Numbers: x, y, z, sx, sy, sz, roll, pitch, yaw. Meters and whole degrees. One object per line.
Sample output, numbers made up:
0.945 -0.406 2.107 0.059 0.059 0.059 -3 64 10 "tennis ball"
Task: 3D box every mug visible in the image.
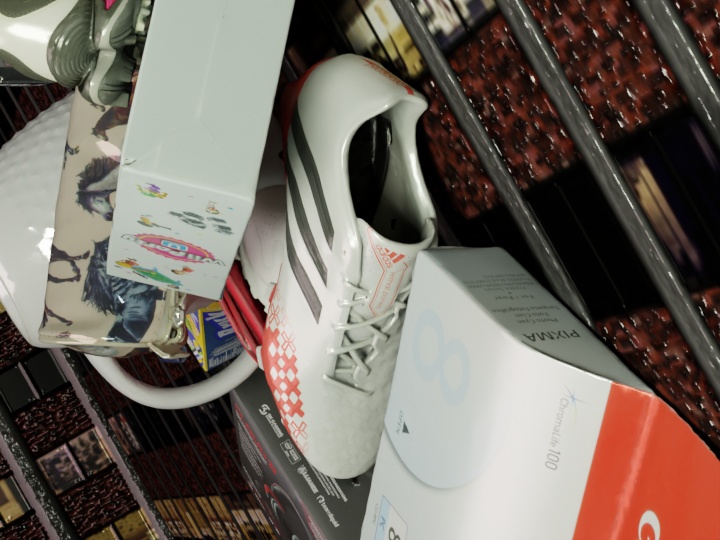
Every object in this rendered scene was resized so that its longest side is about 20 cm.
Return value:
-0.124 -0.015 1.373 0.200 0.175 0.148 64 168 -14 "mug"

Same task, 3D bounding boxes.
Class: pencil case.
-0.114 -0.052 1.255 0.078 0.089 0.200 10 -91 -68 "pencil case"

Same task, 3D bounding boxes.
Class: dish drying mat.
-0.033 0.035 1.314 0.077 0.018 0.200 59 -168 16 "dish drying mat"

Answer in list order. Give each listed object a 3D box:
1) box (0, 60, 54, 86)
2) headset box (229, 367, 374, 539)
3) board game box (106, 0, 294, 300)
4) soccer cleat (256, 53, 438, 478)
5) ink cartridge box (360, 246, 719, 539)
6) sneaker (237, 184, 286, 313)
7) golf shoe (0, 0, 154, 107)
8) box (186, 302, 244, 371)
-0.264 -0.202 1.307 0.050 0.198 0.200 -167 75 -74 "box"
-0.016 0.139 1.526 0.149 0.075 0.200 57 168 20 "headset box"
-0.071 -0.082 1.095 0.200 0.064 0.148 122 160 -75 "board game box"
-0.001 0.003 1.070 0.085 0.069 0.200 20 112 54 "soccer cleat"
0.071 0.105 0.994 0.200 0.047 0.160 49 134 51 "ink cartridge box"
0.000 0.000 1.189 0.200 0.076 0.081 43 147 44 "sneaker"
-0.135 -0.144 1.130 0.200 0.088 0.077 -83 5 -69 "golf shoe"
-0.094 -0.005 1.543 0.070 0.064 0.200 57 167 16 "box"
